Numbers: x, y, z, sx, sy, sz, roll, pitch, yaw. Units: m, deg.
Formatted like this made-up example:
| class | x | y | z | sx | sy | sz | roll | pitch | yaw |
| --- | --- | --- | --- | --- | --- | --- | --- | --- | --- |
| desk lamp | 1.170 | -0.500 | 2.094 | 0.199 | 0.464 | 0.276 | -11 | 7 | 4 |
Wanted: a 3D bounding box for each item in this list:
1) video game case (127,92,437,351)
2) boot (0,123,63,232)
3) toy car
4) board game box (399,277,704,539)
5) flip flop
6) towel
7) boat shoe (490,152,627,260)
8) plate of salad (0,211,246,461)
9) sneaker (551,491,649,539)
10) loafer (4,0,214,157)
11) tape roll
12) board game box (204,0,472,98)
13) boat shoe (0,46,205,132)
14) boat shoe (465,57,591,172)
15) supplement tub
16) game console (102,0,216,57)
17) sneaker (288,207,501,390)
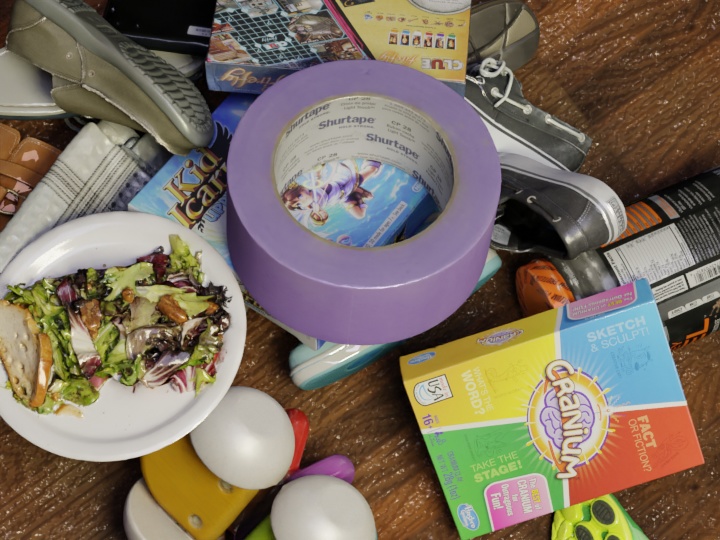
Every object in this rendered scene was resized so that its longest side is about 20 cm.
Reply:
| class | x | y | z | sx | sy | sz | roll | pitch | yaw |
| --- | --- | --- | --- | --- | --- | --- | --- | --- | --- |
| video game case | -0.049 | -0.062 | 1.663 | 0.181 | 0.046 | 0.200 | 31 | 62 | 18 |
| boot | -0.262 | -0.019 | 1.693 | 0.200 | 0.077 | 0.156 | 28 | 70 | 9 |
| toy car | -0.068 | 0.176 | 1.628 | 0.200 | 0.175 | 0.150 | 47 | 39 | 7 |
| board game box | 0.147 | 0.107 | 1.647 | 0.199 | 0.040 | 0.153 | -19 | 115 | 5 |
| flip flop | 0.050 | -0.180 | 1.770 | 0.199 | 0.058 | 0.081 | -18 | 114 | -13 |
| towel | -0.177 | -0.006 | 1.668 | 0.192 | 0.035 | 0.200 | 40 | 58 | -7 |
| boat shoe | 0.126 | -0.041 | 1.671 | 0.066 | 0.200 | 0.070 | -34 | 116 | -21 |
| plate of salad | -0.183 | 0.042 | 1.570 | 0.199 | 0.048 | 0.201 | -2 | 63 | 4 |
| sneaker | 0.221 | 0.250 | 1.675 | 0.074 | 0.083 | 0.200 | -45 | 65 | 19 |
| loafer | -0.197 | -0.146 | 1.661 | 0.200 | 0.075 | 0.070 | 40 | 106 | 17 |
| tape roll | 0.001 | -0.051 | 1.582 | 0.199 | 0.085 | 0.201 | 2 | 59 | -3 |
| board game box | -0.014 | -0.193 | 1.676 | 0.199 | 0.035 | 0.136 | 5 | 54 | 2 |
| boat shoe | -0.220 | -0.154 | 1.730 | 0.199 | 0.062 | 0.075 | -18 | 69 | -15 |
| boat shoe | 0.103 | -0.135 | 1.731 | 0.199 | 0.074 | 0.068 | 31 | 84 | -16 |
| supplement tub | 0.232 | 0.004 | 1.709 | 0.199 | 0.123 | 0.123 | -22 | 79 | -11 |
| game console | -0.099 | -0.235 | 1.744 | 0.199 | 0.031 | 0.177 | 7 | 54 | 4 |
| sneaker | 0.000 | 0.000 | 1.709 | 0.200 | 0.080 | 0.131 | -32 | 83 | -23 |
